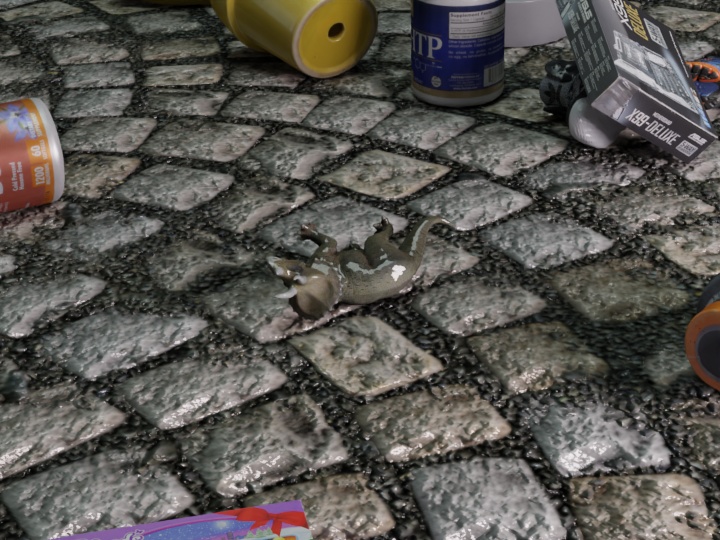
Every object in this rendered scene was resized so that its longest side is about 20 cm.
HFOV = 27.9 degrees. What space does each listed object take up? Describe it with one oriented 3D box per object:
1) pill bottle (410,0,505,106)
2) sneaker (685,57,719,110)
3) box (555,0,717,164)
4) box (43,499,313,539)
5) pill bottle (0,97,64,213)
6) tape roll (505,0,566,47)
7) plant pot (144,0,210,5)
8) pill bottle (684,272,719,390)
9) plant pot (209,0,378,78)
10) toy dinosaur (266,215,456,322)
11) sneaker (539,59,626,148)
[{"bbox_3d":[0.121,-0.316,1.791,0.118,0.202,0.120,-1,26,1],"label":"pill bottle"},{"bbox_3d":[0.462,-0.229,1.747,0.198,0.076,0.078,10,25,18],"label":"sneaker"},{"bbox_3d":[0.306,-0.230,1.626,0.157,0.050,0.201,26,37,-29],"label":"box"},{"bbox_3d":[-0.120,0.214,0.925,0.198,0.039,0.137,-7,28,-11],"label":"box"},{"bbox_3d":[-0.416,-0.107,1.502,0.198,0.113,0.112,-15,29,-24],"label":"pill bottle"},{"bbox_3d":[0.206,-0.380,2.067,0.198,0.067,0.201,0,26,0],"label":"tape roll"},{"bbox_3d":[-0.296,-0.516,2.241,0.198,0.196,0.196,-10,27,-3],"label":"plant pot"},{"bbox_3d":[0.348,0.031,1.194,0.106,0.107,0.199,21,34,37],"label":"pill bottle"},{"bbox_3d":[-0.075,-0.357,1.916,0.199,0.202,0.189,-16,46,-27],"label":"plant pot"},{"bbox_3d":[0.000,0.000,1.333,0.198,0.078,0.103,-6,38,-20],"label":"toy dinosaur"},{"bbox_3d":[0.254,-0.197,1.694,0.113,0.076,0.200,12,24,26],"label":"sneaker"}]
